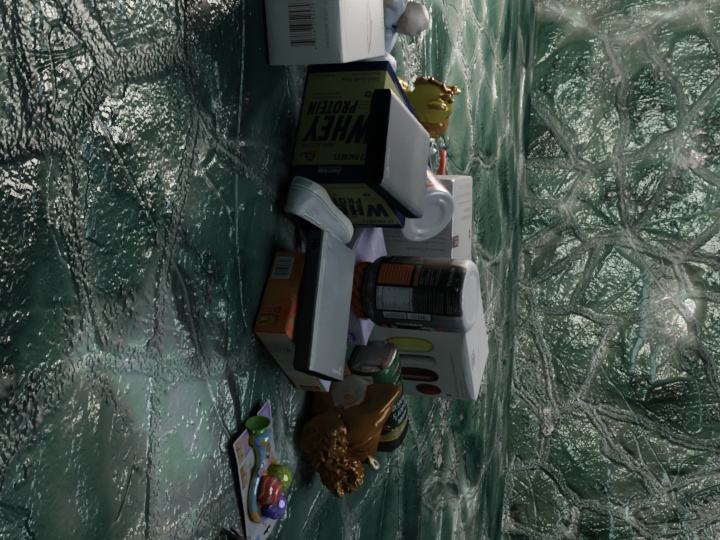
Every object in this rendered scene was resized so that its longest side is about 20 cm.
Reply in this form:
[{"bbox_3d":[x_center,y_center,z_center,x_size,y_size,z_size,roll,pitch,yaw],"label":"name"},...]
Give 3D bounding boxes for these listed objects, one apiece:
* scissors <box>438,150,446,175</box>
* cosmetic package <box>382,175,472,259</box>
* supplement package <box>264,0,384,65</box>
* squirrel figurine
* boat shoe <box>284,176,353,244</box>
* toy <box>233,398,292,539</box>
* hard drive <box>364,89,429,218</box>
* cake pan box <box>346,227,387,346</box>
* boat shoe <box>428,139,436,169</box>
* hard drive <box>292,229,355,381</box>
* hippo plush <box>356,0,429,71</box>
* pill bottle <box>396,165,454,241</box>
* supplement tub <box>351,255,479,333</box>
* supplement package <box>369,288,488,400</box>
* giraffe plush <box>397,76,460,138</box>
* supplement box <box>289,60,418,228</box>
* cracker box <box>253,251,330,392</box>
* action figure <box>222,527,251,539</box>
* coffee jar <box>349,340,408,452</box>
[{"bbox_3d":[0.162,-0.158,1.944,0.073,0.014,0.201,85,15,-61],"label":"scissors"},{"bbox_3d":[0.124,-0.084,1.829,0.165,0.164,0.202,-23,114,-68],"label":"cosmetic package"},{"bbox_3d":[-0.048,-0.368,1.373,0.200,0.116,0.118,-40,129,-65],"label":"supplement package"},{"bbox_3d":[-0.025,0.274,1.539,0.200,0.141,0.187,-55,155,-34],"label":"squirrel figurine"},{"bbox_3d":[-0.070,-0.073,1.436,0.072,0.070,0.201,-64,155,-13],"label":"boat shoe"},{"bbox_3d":[-0.128,0.299,1.317,0.115,0.047,0.201,-51,139,-58],"label":"toy"},{"bbox_3d":[0.057,-0.170,1.396,0.200,0.033,0.141,28,66,-67],"label":"hard drive"},{"bbox_3d":[0.000,0.000,1.657,0.201,0.052,0.185,-67,154,-46],"label":"cake pan box"},{"bbox_3d":[0.124,-0.251,1.934,0.070,0.071,0.202,-58,145,-56],"label":"boat shoe"},{"bbox_3d":[-0.051,0.056,1.363,0.140,0.033,0.202,36,58,-68],"label":"hard drive"},{"bbox_3d":[0.001,-0.380,1.544,0.162,0.159,0.200,-67,-160,-7],"label":"hippo plush"},{"bbox_3d":[0.073,-0.154,1.639,0.200,0.111,0.112,57,-7,39],"label":"pill bottle"},{"bbox_3d":[0.091,0.038,1.549,0.122,0.199,0.124,4,90,-69],"label":"supplement tub"},{"bbox_3d":[0.136,0.135,1.839,0.147,0.198,0.192,-65,150,-47],"label":"supplement package"},{"bbox_3d":[0.104,-0.306,1.750,0.200,0.161,0.174,67,32,-52],"label":"giraffe plush"},{"bbox_3d":[-0.004,-0.197,1.493,0.200,0.133,0.201,48,48,-63],"label":"supplement box"},{"bbox_3d":[-0.087,0.080,1.399,0.200,0.057,0.135,62,35,-53],"label":"cracker box"},{"bbox_3d":[-0.151,0.401,1.184,0.119,0.102,0.200,60,-15,-10],"label":"action figure"},{"bbox_3d":[0.038,0.238,1.738,0.104,0.085,0.201,-61,148,-52],"label":"coffee jar"}]
